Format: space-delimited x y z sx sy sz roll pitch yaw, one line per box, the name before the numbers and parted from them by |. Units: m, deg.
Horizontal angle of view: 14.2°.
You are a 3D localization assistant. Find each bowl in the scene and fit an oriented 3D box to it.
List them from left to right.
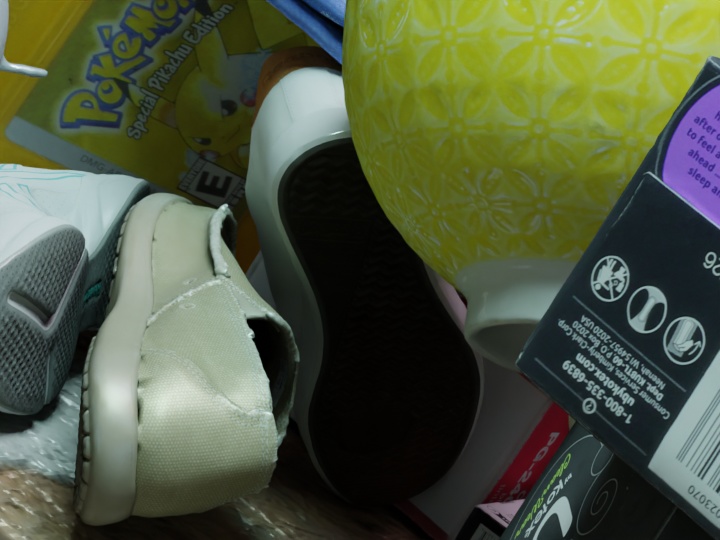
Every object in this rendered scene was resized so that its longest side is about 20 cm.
bowl | 0.083 -0.021 0.940 0.200 0.108 0.200 11 -16 3

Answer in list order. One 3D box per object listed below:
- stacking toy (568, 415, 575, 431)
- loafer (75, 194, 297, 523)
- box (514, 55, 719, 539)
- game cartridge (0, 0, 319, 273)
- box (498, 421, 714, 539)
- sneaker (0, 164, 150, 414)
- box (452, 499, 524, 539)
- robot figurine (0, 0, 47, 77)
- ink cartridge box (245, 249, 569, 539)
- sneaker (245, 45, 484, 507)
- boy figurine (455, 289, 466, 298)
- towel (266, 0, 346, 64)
stacking toy | 0.178 0.083 0.986 0.200 0.146 0.146 -9 1 18
loafer | -0.056 0.034 0.999 0.068 0.076 0.200 9 24 -2
box | 0.161 0.027 0.838 0.122 0.106 0.200 42 19 34
game cartridge | -0.086 -0.094 1.242 0.200 0.176 0.032 25 29 -26
box | 0.132 0.148 0.890 0.200 0.149 0.124 28 14 -12
sneaker | -0.134 0.002 1.045 0.080 0.071 0.200 14 11 5
box | 0.132 0.159 1.113 0.200 0.035 0.110 37 14 22
robot figurine | -0.221 -0.113 1.134 0.200 0.113 0.170 33 53 3
ink cartridge box | 0.052 0.044 1.244 0.145 0.083 0.200 38 14 25
sneaker | 0.000 0.000 1.090 0.073 0.200 0.085 -14 42 -6
boy figurine | 0.038 -0.030 1.140 0.124 0.064 0.200 45 0 -37
towel | -0.015 -0.113 1.107 0.147 0.024 0.200 39 13 -23
